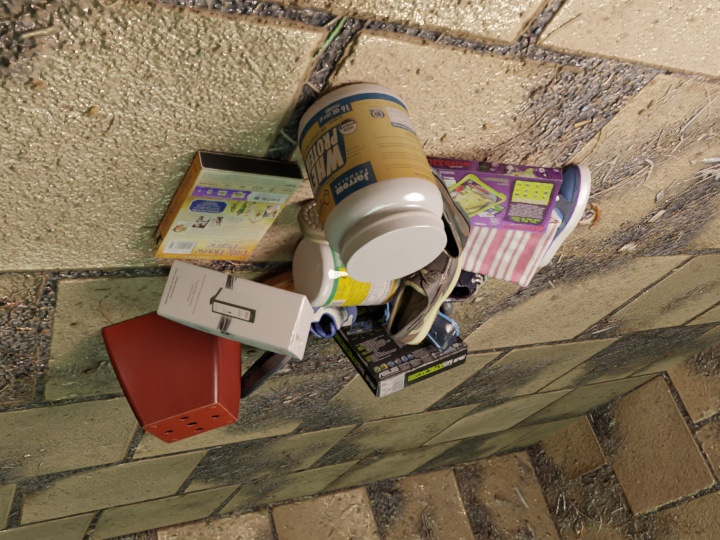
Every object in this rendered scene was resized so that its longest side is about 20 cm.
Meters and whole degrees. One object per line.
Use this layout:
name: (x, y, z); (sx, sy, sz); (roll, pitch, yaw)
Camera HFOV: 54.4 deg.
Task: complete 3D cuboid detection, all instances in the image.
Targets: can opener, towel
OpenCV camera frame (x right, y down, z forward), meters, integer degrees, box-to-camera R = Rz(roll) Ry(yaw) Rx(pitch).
can opener: (0.145, 0.052, 1.330); (0.052, 0.067, 0.200); (-22, 178, 8)
towel: (0.202, -0.047, 1.133); (0.198, 0.030, 0.147); (16, 134, 1)

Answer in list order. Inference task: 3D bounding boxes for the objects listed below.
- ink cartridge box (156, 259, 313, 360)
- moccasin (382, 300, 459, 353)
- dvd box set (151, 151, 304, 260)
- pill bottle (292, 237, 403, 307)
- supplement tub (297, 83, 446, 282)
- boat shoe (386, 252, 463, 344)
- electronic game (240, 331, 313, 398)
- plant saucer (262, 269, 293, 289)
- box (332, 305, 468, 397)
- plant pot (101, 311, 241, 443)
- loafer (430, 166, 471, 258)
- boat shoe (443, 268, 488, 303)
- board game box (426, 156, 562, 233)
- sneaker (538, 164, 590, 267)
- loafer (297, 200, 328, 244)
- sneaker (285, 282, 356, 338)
ink cartridge box: (-0.176, 0.061, 1.034); (0.198, 0.085, 0.146); (15, 169, 4)
moccasin: (0.080, 0.078, 1.257); (0.069, 0.199, 0.080); (-58, 158, -6)
dvd box set: (-0.183, -0.079, 0.948); (0.145, 0.030, 0.200); (1, 148, -34)
pill bottle: (0.000, 0.000, 1.134); (0.198, 0.114, 0.113); (0, 149, -33)
supplement tub: (0.014, -0.103, 0.835); (0.143, 0.202, 0.145); (-15, 154, -7)
boat shoe: (0.101, 0.025, 1.101); (0.065, 0.073, 0.202); (6, 106, -55)
electronic game: (-0.162, 0.173, 1.348); (0.200, 0.042, 0.200); (-41, -175, 4)
plant saucer: (-0.113, 0.047, 1.247); (0.198, 0.033, 0.201); (-16, 154, -8)
box: (0.068, 0.128, 1.311); (0.198, 0.193, 0.048); (-18, 131, -25)
plant pot: (-0.311, 0.187, 1.226); (0.198, 0.178, 0.200); (-17, 154, -2)
loafer: (0.095, -0.091, 0.999); (0.071, 0.063, 0.200); (-20, 135, 36)
boat shoe: (0.200, 0.009, 1.228); (0.198, 0.093, 0.075); (-9, 135, -10)
board game box: (0.184, -0.109, 1.029); (0.197, 0.033, 0.121); (6, 141, 5)
sneaker: (0.275, -0.098, 1.162); (0.145, 0.081, 0.201); (13, 123, -15)
loafer: (-0.008, -0.062, 1.048); (0.198, 0.077, 0.068); (-1, 144, -31)
sneaker: (-0.062, 0.083, 1.215); (0.075, 0.089, 0.200); (-30, 154, 19)
